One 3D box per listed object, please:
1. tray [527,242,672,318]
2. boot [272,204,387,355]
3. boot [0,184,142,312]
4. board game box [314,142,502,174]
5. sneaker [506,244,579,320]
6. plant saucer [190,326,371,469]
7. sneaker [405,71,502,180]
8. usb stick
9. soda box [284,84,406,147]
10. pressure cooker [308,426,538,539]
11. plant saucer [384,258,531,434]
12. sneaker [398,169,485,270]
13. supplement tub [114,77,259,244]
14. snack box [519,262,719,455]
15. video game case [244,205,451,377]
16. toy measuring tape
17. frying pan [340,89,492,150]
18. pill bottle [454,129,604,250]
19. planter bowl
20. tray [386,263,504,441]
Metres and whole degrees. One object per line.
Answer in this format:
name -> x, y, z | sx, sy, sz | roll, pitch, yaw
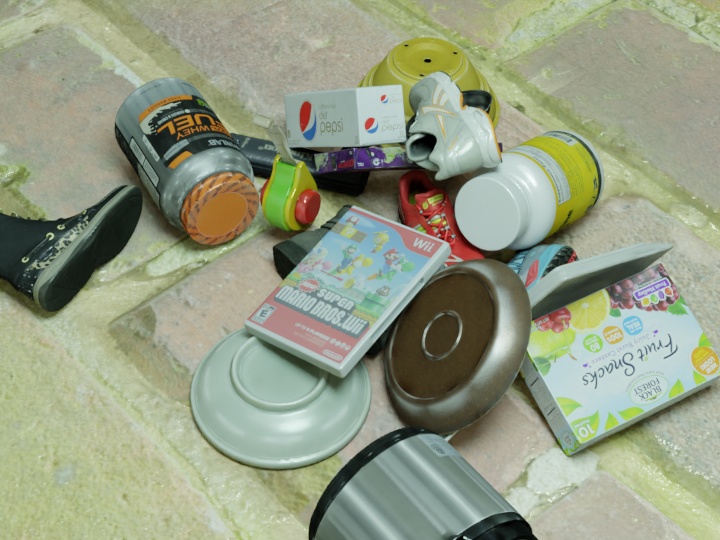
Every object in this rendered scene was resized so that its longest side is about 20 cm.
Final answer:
tray -> 0.247, 0.009, 1.529 | 0.199, 0.107, 0.022 | -14, 68, -42
boot -> 0.000, 0.000, 1.615 | 0.130, 0.068, 0.200 | -29, 53, -23
boot -> -0.366, -0.050, 1.652 | 0.153, 0.074, 0.204 | 20, 49, 20
board game box -> 0.058, -0.135, 1.690 | 0.198, 0.033, 0.120 | -5, 7, -24
sneaker -> 0.164, 0.049, 1.588 | 0.095, 0.080, 0.200 | 12, 49, 48
plant saucer -> -0.086, 0.119, 1.518 | 0.198, 0.050, 0.201 | 1, 48, -1
sneaker -> 0.082, -0.165, 1.602 | 0.091, 0.076, 0.200 | -23, 30, -9
usb stick -> -0.085, -0.134, 1.760 | 0.198, 0.033, 0.056 | 13, 49, 10
soda box -> -0.022, -0.184, 1.682 | 0.063, 0.069, 0.200 | -8, 8, -28
pressure cooker -> 0.068, 0.267, 1.300 | 0.175, 0.180, 0.200 | -29, 53, -29
plant saucer -> 0.094, 0.074, 1.488 | 0.199, 0.032, 0.202 | -27, 48, 33
sneaker -> 0.086, -0.050, 1.633 | 0.076, 0.085, 0.200 | -20, 38, -12
supplement tub -> -0.207, -0.131, 1.693 | 0.122, 0.123, 0.200 | -22, 52, -20
snack box -> 0.276, 0.095, 1.520 | 0.199, 0.053, 0.143 | -23, 74, -21
video game case -> -0.013, 0.019, 1.533 | 0.142, 0.018, 0.200 | 22, 57, 34
toy measuring tape -> -0.094, -0.099, 1.626 | 0.073, 0.200, 0.074 | -7, 60, 13
frying pan -> 0.078, -0.168, 1.713 | 0.189, 0.031, 0.115 | -30, 26, -10
pill bottle -> 0.195, -0.090, 1.633 | 0.112, 0.113, 0.200 | 31, 32, 24
planter bowl -> 0.085, -0.245, 1.827 | 0.198, 0.084, 0.201 | 0, 46, 0
tray -> 0.093, 0.092, 1.522 | 0.022, 0.107, 0.201 | 27, 27, -36
